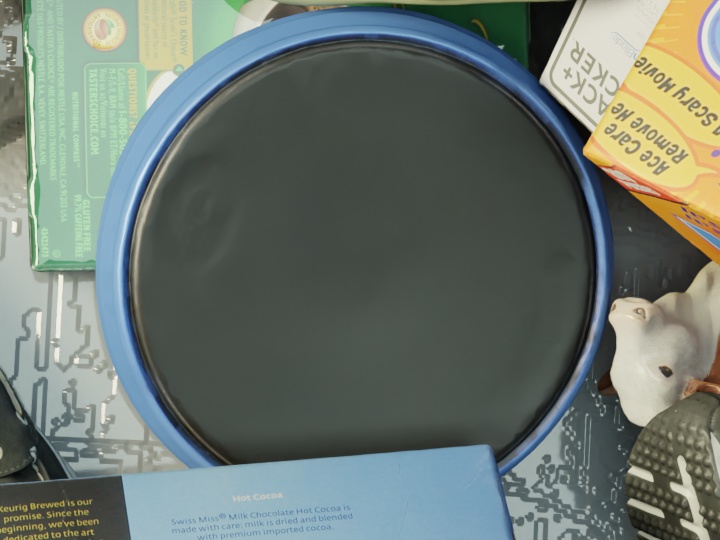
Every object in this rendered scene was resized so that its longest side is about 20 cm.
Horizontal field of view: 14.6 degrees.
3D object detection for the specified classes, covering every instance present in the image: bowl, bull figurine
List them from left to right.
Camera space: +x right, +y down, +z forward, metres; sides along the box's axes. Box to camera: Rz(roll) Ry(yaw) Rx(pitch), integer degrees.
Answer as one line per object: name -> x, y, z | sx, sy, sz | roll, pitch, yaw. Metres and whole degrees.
bowl -> 0.000, 0.000, 1.067 | 0.200, 0.039, 0.201 | -1, 97, -7
bull figurine -> 0.187, 0.024, 1.106 | 0.200, 0.065, 0.122 | 20, 84, -18

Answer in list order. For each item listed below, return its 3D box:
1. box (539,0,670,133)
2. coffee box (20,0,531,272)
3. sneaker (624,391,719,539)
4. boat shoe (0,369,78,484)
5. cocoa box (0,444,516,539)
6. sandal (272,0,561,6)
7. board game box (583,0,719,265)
box -> 0.158, -0.136, 1.035 | 0.117, 0.200, 0.060 | -10, 44, -42
coffee box -> -0.032, -0.060, 1.105 | 0.200, 0.044, 0.123 | -2, 88, -6
sneaker -> 0.165, 0.121, 1.084 | 0.080, 0.074, 0.200 | -34, 122, -16
boat shoe -> -0.164, 0.057, 1.078 | 0.069, 0.057, 0.200 | -33, 90, -7
cocoa box -> -0.042, 0.157, 1.020 | 0.200, 0.133, 0.131 | -4, 50, -10
sandal -> 0.035, -0.130, 1.012 | 0.201, 0.057, 0.080 | -9, 93, 22
board game box -> 0.236, -0.055, 0.933 | 0.200, 0.200, 0.200 | 30, 89, 31
